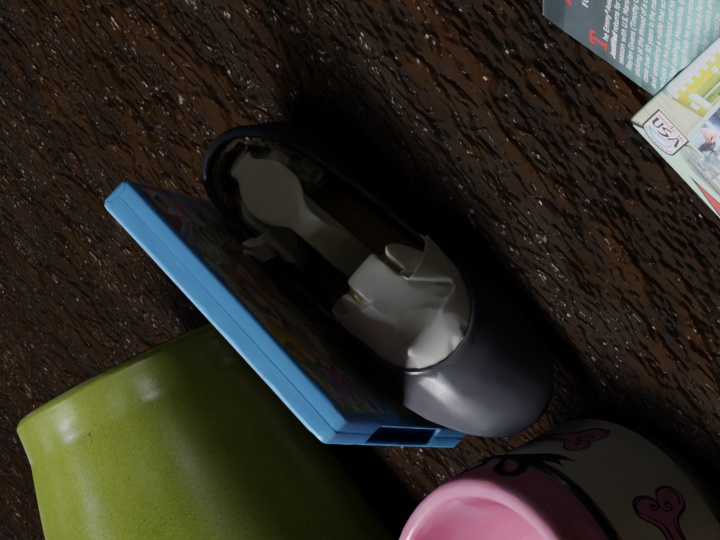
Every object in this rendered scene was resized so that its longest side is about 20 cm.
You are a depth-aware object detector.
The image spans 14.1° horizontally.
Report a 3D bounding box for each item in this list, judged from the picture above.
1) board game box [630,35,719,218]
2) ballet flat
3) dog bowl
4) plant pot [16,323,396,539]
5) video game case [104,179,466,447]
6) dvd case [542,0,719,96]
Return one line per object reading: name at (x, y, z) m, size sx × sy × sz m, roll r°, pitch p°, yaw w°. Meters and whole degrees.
board game box at (0.179, -0.002, 0.873) m, size 0.200 × 0.029 × 0.135 m, roll 47°, pitch 159°, yaw 2°
ballet flat at (0.000, 0.000, 1.258) m, size 0.200 × 0.073 × 0.073 m, roll 43°, pitch 158°, yaw 29°
dog bowl at (0.084, 0.165, 1.230) m, size 0.200 × 0.074 × 0.200 m, roll 15°, pitch 108°, yaw 55°
plant pot at (-0.085, 0.137, 1.552) m, size 0.193 × 0.200 × 0.200 m, roll 64°, pitch 160°, yaw 3°
video game case at (-0.027, 0.022, 1.301) m, size 0.143 × 0.018 × 0.200 m, roll 46°, pitch -170°, yaw 15°
dvd case at (0.136, -0.075, 0.897) m, size 0.200 × 0.022 × 0.146 m, roll 37°, pitch 156°, yaw 24°
